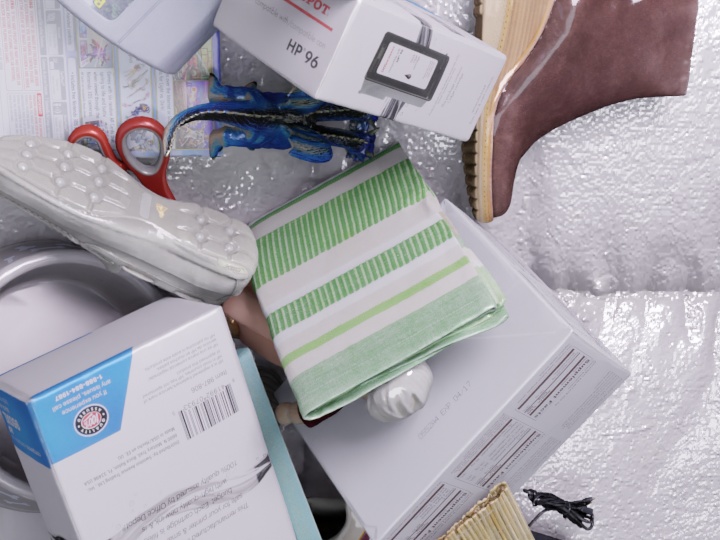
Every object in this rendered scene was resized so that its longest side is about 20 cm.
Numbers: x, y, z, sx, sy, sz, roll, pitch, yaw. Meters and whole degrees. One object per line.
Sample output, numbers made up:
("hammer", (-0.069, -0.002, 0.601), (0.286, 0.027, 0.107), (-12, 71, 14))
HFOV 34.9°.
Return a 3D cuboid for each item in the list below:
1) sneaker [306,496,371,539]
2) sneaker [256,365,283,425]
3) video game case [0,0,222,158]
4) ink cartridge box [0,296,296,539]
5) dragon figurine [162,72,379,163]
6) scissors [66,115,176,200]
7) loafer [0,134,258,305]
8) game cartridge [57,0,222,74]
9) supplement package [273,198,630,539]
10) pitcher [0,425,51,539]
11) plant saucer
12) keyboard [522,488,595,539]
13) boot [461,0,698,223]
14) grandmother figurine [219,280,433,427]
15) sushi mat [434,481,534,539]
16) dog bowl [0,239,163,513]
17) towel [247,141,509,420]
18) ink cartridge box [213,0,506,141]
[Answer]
("sneaker", (-0.046, 0.229, 0.921), (0.199, 0.075, 0.090), (-35, 116, 28))
("sneaker", (-0.125, 0.172, 0.922), (0.074, 0.106, 0.201), (31, 76, 11))
("video game case", (-0.187, -0.179, 0.795), (0.179, 0.046, 0.203), (-1, 109, -6))
("ink cartridge box", (-0.141, 0.140, 0.777), (0.144, 0.084, 0.202), (-26, 109, -32))
("dragon figurine", (-0.052, -0.104, 0.787), (0.098, 0.200, 0.060), (4, 95, 23))
("scissors", (-0.144, -0.034, 0.846), (0.072, 0.014, 0.201), (-20, 131, 7))
("loafer", (-0.167, -0.028, 0.791), (0.198, 0.070, 0.070), (27, 128, -19))
("game cartridge", (-0.159, -0.231, 0.739), (0.133, 0.041, 0.200), (-41, 110, 12))
("supplement package", (0.064, 0.083, 0.845), (0.200, 0.156, 0.111), (-48, 141, 10))
("pitcher", (-0.238, 0.189, 0.887), (0.169, 0.121, 0.203), (-9, 98, -11))
("plant saucer", (-0.068, 0.156, 0.839), (0.019, 0.070, 0.202), (-24, 96, -34))
("keyboard", (0.129, 0.228, 0.943), (0.199, 0.021, 0.128), (26, 107, -47))
("boot", (0.161, -0.131, 0.841), (0.164, 0.072, 0.203), (2, 105, -6))
("grandmother figurine", (-0.026, 0.056, 0.814), (0.060, 0.199, 0.123), (17, 94, -46))
("sushi mat", (0.092, 0.226, 0.875), (0.095, 0.012, 0.201), (-36, 145, -5))
("dog bowl", (-0.214, 0.075, 0.823), (0.198, 0.058, 0.203), (3, 83, -31))
("towel", (0.000, 0.000, 0.802), (0.151, 0.201, 0.024), (-27, 133, 0))
("ink cartridge box", (-0.011, -0.152, 0.740), (0.199, 0.116, 0.068), (8, 114, -49))
